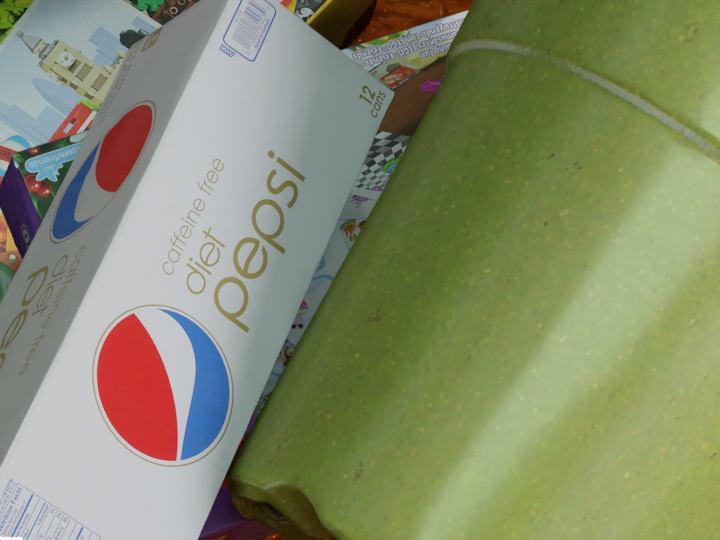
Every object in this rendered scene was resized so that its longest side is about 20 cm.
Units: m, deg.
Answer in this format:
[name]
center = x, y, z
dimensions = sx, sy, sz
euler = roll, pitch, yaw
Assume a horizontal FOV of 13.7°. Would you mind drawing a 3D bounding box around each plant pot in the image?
[plant pot]
center = 0.064, 0.026, 0.872
dimensions = 0.200, 0.200, 0.190
euler = 36, 78, 7

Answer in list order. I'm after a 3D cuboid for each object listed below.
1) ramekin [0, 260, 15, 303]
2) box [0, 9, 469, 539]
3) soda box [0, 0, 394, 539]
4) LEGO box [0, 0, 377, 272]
[ramekin]
center = -0.184, 0.062, 0.949
dimensions = 0.199, 0.200, 0.098
euler = -5, 63, -9
[box]
center = 0.000, 0.000, 0.971
dimensions = 0.200, 0.039, 0.137
euler = -19, 75, -21
[soda box]
center = -0.064, 0.015, 0.871
dimensions = 0.064, 0.068, 0.200
euler = 37, 57, -21
[LEGO box]
center = -0.109, -0.086, 1.072
dimensions = 0.149, 0.077, 0.200
euler = 40, 70, 8
